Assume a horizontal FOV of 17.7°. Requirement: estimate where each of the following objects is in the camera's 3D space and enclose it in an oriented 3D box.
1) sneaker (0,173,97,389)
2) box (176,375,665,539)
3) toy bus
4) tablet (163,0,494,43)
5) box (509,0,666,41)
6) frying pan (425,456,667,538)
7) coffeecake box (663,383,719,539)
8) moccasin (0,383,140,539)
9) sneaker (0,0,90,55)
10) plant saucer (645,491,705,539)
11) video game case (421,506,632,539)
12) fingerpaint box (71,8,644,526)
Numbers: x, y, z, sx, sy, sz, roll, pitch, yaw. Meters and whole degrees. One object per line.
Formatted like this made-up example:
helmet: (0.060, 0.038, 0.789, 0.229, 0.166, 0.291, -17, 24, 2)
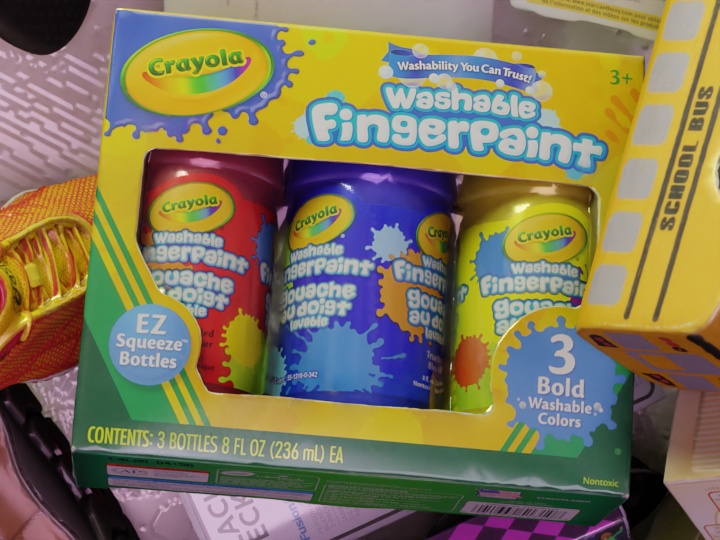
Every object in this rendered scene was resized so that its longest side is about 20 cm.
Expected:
sneaker: (-0.133, 0.013, 0.872, 0.200, 0.077, 0.073, -34, 98, -45)
box: (0.010, 0.038, 0.947, 0.199, 0.060, 0.117, -23, 103, -2)
toy bus: (0.143, -0.060, 0.805, 0.065, 0.078, 0.201, 30, 70, -41)
tablet: (-0.011, -0.126, 0.879, 0.129, 0.014, 0.201, -2, 126, -6)
box: (0.097, -0.180, 0.837, 0.082, 0.049, 0.201, 16, 136, 21)
frying pan: (0.052, 0.126, 0.978, 0.115, 0.031, 0.190, -2, 149, -41)
coffeecake box: (0.196, 0.067, 0.890, 0.073, 0.154, 0.200, -8, 140, 30)
moccasin: (-0.143, 0.108, 0.936, 0.078, 0.074, 0.202, -32, 106, 8)
sneaker: (-0.191, -0.160, 0.880, 0.201, 0.108, 0.067, 48, 60, -46)
plant saucer: (0.144, 0.150, 0.943, 0.031, 0.200, 0.201, 12, 102, 28)
video game case: (0.028, 0.177, 0.944, 0.199, 0.036, 0.182, -24, 139, -1)
fingerpaint box: (0.000, 0.000, 0.852, 0.199, 0.073, 0.168, 6, 74, -4)
